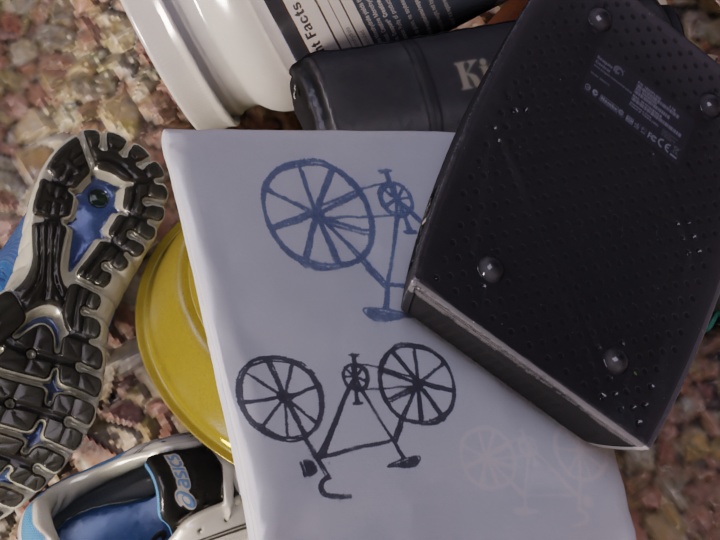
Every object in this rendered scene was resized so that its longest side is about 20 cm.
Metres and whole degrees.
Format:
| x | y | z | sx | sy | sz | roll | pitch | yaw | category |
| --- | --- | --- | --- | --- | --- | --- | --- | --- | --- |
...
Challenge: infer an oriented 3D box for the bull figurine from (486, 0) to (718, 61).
| x | y | z | sx | sy | sz | roll | pitch | yaw | category |
| --- | --- | --- | --- | --- | --- | --- | --- | --- | --- |
| 0.112 | -0.114 | 0.919 | 0.121 | 0.065 | 0.200 | 37 | 73 | 13 | bull figurine |

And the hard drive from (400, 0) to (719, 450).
| x | y | z | sx | sy | sz | roll | pitch | yaw | category |
| --- | --- | --- | --- | --- | --- | --- | --- | --- | --- |
| 0.096 | -0.031 | 0.774 | 0.134 | 0.042 | 0.201 | 35 | 54 | -12 | hard drive |

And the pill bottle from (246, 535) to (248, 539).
| x | y | z | sx | sy | sz | roll | pitch | yaw | category |
| --- | --- | --- | --- | --- | --- | --- | --- | --- | --- |
| 0.002 | 0.211 | 0.751 | 0.119 | 0.120 | 0.202 | 5 | 81 | 3 | pill bottle |

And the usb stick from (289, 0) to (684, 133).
| x | y | z | sx | sy | sz | roll | pitch | yaw | category |
| --- | --- | --- | --- | --- | --- | --- | --- | --- | --- |
| 0.063 | -0.088 | 0.836 | 0.198 | 0.033 | 0.056 | -12 | 69 | -22 | usb stick |

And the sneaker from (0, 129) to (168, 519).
| x | y | z | sx | sy | sz | roll | pitch | yaw | category |
| --- | --- | --- | --- | --- | --- | --- | --- | --- | --- |
| -0.152 | 0.035 | 0.852 | 0.078 | 0.089 | 0.201 | 29 | 64 | -8 | sneaker |

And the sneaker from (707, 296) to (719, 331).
| x | y | z | sx | sy | sz | roll | pitch | yaw | category |
| --- | --- | --- | --- | --- | --- | --- | --- | --- | --- |
| 0.166 | -0.003 | 0.863 | 0.091 | 0.078 | 0.200 | 37 | 65 | 3 | sneaker |

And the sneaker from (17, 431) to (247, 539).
| x | y | z | sx | sy | sz | roll | pitch | yaw | category |
| --- | --- | --- | --- | --- | --- | --- | --- | --- | --- |
| -0.056 | 0.099 | 0.817 | 0.199 | 0.073 | 0.072 | -20 | 67 | -11 | sneaker |

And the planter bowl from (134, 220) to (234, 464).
| x | y | z | sx | sy | sz | roll | pitch | yaw | category |
| --- | --- | --- | --- | --- | --- | --- | --- | --- | --- |
| 0.000 | 0.000 | 0.825 | 0.199 | 0.084 | 0.201 | 7 | 47 | -7 | planter bowl |

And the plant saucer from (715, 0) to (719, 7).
| x | y | z | sx | sy | sz | roll | pitch | yaw | category |
| --- | --- | --- | --- | --- | --- | --- | --- | --- | --- |
| 0.261 | -0.170 | 0.947 | 0.198 | 0.035 | 0.202 | 2 | 66 | -5 | plant saucer |

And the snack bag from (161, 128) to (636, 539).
| x | y | z | sx | sy | sz | roll | pitch | yaw | category |
| --- | --- | --- | --- | --- | --- | --- | --- | --- | --- |
| 0.020 | 0.033 | 0.737 | 0.187 | 0.021 | 0.202 | -2 | 68 | -33 | snack bag |

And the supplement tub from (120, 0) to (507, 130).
| x | y | z | sx | sy | sz | roll | pitch | yaw | category |
| --- | --- | --- | --- | --- | --- | --- | --- | --- | --- |
| -0.013 | -0.163 | 0.859 | 0.199 | 0.140 | 0.141 | -27 | 69 | 4 | supplement tub |
